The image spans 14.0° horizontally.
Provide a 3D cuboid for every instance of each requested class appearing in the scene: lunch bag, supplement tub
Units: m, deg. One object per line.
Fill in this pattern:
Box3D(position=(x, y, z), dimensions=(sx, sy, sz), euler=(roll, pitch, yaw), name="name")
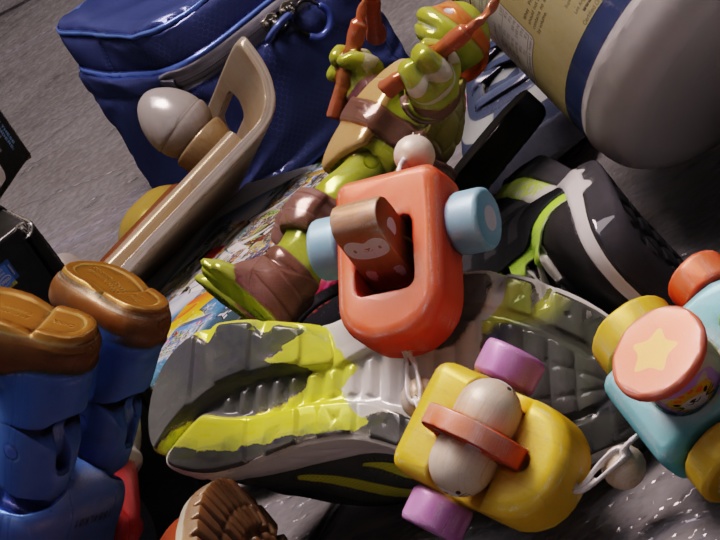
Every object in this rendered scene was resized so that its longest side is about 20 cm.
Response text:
Box3D(position=(-0.074, -0.127, 1.606), dimensions=(0.136, 0.133, 0.200), euler=(-40, 18, -18), name="lunch bag")
Box3D(position=(0.091, -0.154, 1.171), dimensions=(0.144, 0.200, 0.145), euler=(-34, -25, -18), name="supplement tub")

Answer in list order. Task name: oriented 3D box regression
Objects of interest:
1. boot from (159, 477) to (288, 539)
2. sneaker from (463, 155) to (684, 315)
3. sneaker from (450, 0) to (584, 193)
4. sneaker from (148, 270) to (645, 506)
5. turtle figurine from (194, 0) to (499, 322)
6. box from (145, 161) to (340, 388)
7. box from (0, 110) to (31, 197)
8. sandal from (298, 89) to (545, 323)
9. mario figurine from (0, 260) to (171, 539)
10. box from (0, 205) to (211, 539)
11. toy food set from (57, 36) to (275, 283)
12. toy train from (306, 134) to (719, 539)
Box3D(position=(-0.074, 0.147, 0.998), dimensions=(0.107, 0.075, 0.200), euler=(-33, 17, 24), name="boot")
Box3D(position=(0.072, 0.010, 1.107), dimensions=(0.083, 0.072, 0.200), euler=(-43, 7, -3), name="sneaker")
Box3D(position=(0.064, -0.102, 1.375), dimensions=(0.070, 0.082, 0.200), euler=(-29, 18, 13), name="sneaker")
Box3D(position=(0.024, 0.047, 1.073), dimensions=(0.199, 0.085, 0.075), euler=(-2, 74, 28), name="sneaker")
Box3D(position=(0.003, -0.047, 1.144), dimensions=(0.162, 0.064, 0.200), euler=(-53, 13, -7), name="turtle figurine")
Box3D(position=(-0.062, 0.021, 1.354), dimensions=(0.136, 0.038, 0.200), euler=(-12, 28, 51), name="box")
Box3D(position=(-0.211, -0.001, 1.100), dimensions=(0.116, 0.060, 0.200), euler=(-26, 19, 25), name="box")
Box3D(position=(0.000, 0.000, 1.201), dimensions=(0.200, 0.045, 0.075), euler=(-53, 5, 10), name="sandal")
Box3D(position=(-0.132, 0.095, 1.055), dimensions=(0.123, 0.201, 0.106), euler=(3, 20, -23), name="mario figurine")
Box3D(position=(-0.170, 0.098, 1.140), dimensions=(0.200, 0.164, 0.086), euler=(-37, 18, -11), name="box")
Box3D(position=(-0.124, -0.016, 1.424), dimensions=(0.200, 0.060, 0.144), euler=(-47, -3, -21), name="toy food set")
Box3D(position=(0.062, 0.010, 0.978), dimensions=(0.199, 0.056, 0.151), euler=(-7, 68, 28), name="toy train")
